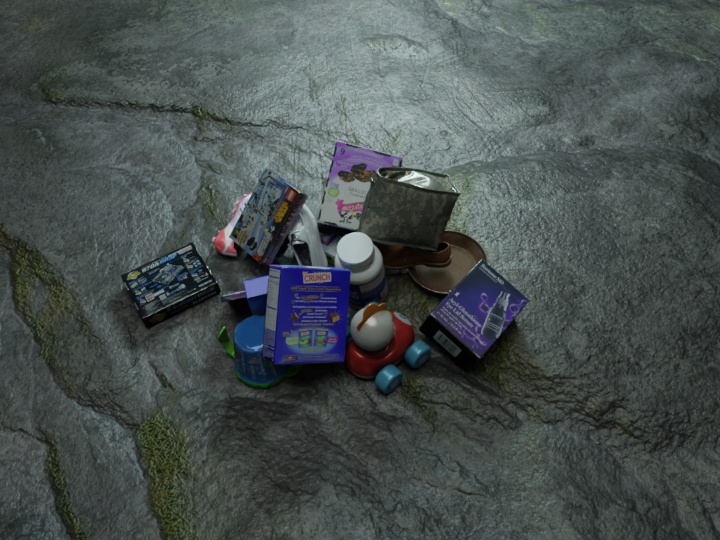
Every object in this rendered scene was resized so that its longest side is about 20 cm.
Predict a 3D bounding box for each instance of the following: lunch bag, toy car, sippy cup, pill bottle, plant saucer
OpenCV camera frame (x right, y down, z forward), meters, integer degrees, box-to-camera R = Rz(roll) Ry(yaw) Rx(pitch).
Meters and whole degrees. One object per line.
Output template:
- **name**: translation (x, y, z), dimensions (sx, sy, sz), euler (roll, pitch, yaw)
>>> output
- **lunch bag**: translation (0.099, -0.146, 1.557), dimensions (0.200, 0.164, 0.118), euler (7, 33, -19)
- **toy car**: translation (0.041, 0.129, 1.480), dimensions (0.177, 0.200, 0.184), euler (-37, 59, -23)
- **sippy cup**: translation (-0.223, 0.172, 1.506), dimensions (0.178, 0.130, 0.140), euler (-12, 53, -6)
- **pill bottle**: translation (0.000, 0.000, 1.574), dimensions (0.111, 0.200, 0.111), euler (-4, 60, 6)
- **plant saucer**: translation (0.213, -0.015, 1.684), dimensions (0.200, 0.037, 0.201), euler (-1, 53, 2)

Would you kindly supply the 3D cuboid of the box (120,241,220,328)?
- **box**: translation (-0.470, 0.033, 1.681), dimensions (0.200, 0.046, 0.159), euler (-28, 56, -17)

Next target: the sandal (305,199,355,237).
- **sandal**: translation (-0.087, -0.118, 1.724), dimensions (0.200, 0.048, 0.075), euler (23, 55, 4)

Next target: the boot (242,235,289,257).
- **boot**: translation (-0.211, -0.118, 1.754), dimensions (0.131, 0.068, 0.200), euler (9, 60, 28)

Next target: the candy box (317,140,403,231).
- **candy box**: translation (-0.002, -0.196, 1.658), dimensions (0.168, 0.072, 0.200), euler (13, 94, -4)

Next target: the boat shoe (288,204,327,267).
- **boat shoe**: translation (-0.145, -0.075, 1.667), dimensions (0.072, 0.200, 0.069), euler (-10, 10, 30)

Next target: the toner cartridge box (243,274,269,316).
- **toner cartridge box**: translation (-0.203, 0.071, 1.536), dimensions (0.095, 0.200, 0.043), euler (-13, 66, -7)

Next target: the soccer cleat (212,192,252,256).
- **soccer cleat**: translation (-0.312, -0.119, 1.781), dimensions (0.076, 0.067, 0.200), euler (24, 59, 10)

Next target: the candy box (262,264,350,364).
- **candy box**: translation (-0.113, 0.090, 1.429), dimensions (0.169, 0.200, 0.077), euler (3, 4, -34)

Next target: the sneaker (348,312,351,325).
- **sneaker**: translation (-0.090, 0.101, 1.535), dimensions (0.200, 0.096, 0.079), euler (4, 49, -41)

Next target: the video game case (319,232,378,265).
- **video game case**: translation (-0.040, -0.105, 1.762), dimensions (0.181, 0.045, 0.200), euler (30, 59, 22)

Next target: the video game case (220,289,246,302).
- **video game case**: translation (-0.226, 0.043, 1.612), dimensions (0.200, 0.143, 0.019), euler (-11, 92, -6)

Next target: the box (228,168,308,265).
- **box**: translation (-0.227, -0.131, 1.662), dimensions (0.137, 0.040, 0.200), euler (38, 103, 33)

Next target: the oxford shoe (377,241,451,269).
- **oxford shoe**: translation (0.121, -0.049, 1.651), dimensions (0.200, 0.071, 0.071), euler (-3, 54, 3)

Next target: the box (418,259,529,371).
- **box**: translation (0.255, 0.099, 1.528), dimensions (0.148, 0.104, 0.200), euler (41, 64, 9)
